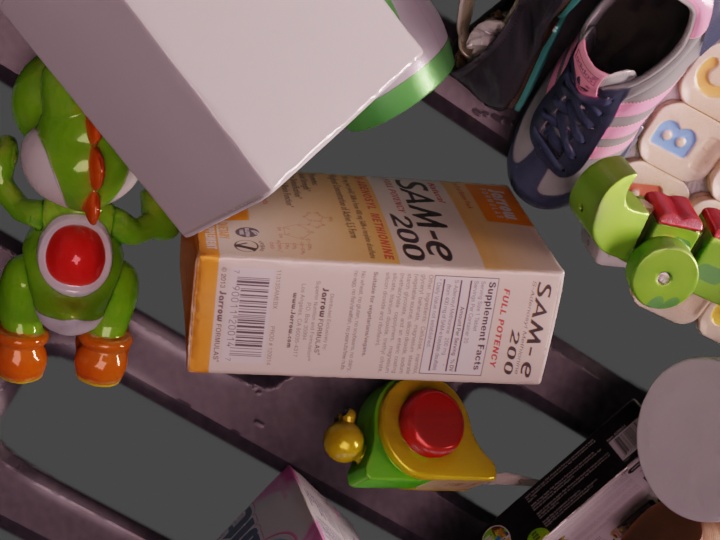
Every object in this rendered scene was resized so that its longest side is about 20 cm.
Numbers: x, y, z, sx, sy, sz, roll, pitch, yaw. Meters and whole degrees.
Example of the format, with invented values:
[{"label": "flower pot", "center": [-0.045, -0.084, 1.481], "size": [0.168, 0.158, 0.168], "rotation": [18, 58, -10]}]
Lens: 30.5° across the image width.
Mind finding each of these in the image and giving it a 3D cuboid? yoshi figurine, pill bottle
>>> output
[{"label": "yoshi figurine", "center": [-0.165, -0.040, 0.754], "size": [0.111, 0.112, 0.202], "rotation": [25, 121, 22]}, {"label": "pill bottle", "center": [0.263, 0.102, 0.792], "size": [0.199, 0.109, 0.110], "rotation": [6, 109, -39]}]

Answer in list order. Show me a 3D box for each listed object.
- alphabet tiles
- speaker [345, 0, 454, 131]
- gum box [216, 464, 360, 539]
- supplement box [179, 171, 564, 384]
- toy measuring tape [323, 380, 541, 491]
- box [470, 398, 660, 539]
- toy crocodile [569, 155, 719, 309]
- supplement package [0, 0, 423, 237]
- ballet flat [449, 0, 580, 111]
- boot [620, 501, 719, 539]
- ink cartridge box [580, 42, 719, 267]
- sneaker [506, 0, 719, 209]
[{"label": "alphabet tiles", "center": [0.248, -0.044, 0.770], "size": [0.194, 0.015, 0.201], "rotation": [25, 115, -16]}, {"label": "speaker", "center": [-0.029, -0.178, 0.717], "size": [0.088, 0.089, 0.201], "rotation": [-32, 109, 4]}, {"label": "gum box", "center": [-0.047, 0.205, 0.782], "size": [0.113, 0.200, 0.066], "rotation": [-44, 107, 0]}, {"label": "supplement box", "center": [0.000, 0.000, 0.747], "size": [0.198, 0.126, 0.074], "rotation": [3, 116, -12]}, {"label": "toy measuring tape", "center": [0.066, 0.103, 0.839], "size": [0.198, 0.074, 0.074], "rotation": [6, 108, -26]}, {"label": "box", "center": [0.130, 0.179, 0.852], "size": [0.200, 0.035, 0.110], "rotation": [-42, 138, 6]}, {"label": "toy crocodile", "center": [0.203, -0.005, 0.741], "size": [0.199, 0.068, 0.062], "rotation": [22, 115, -14]}, {"label": "supplement package", "center": [-0.089, -0.136, 0.641], "size": [0.117, 0.117, 0.201], "rotation": [-44, 102, -29]}, {"label": "ballet flat", "center": [0.093, -0.157, 0.704], "size": [0.072, 0.200, 0.074], "rotation": [7, 62, -14]}, {"label": "boot", "center": [0.169, 0.236, 0.861], "size": [0.200, 0.077, 0.155], "rotation": [-47, 142, 1]}, {"label": "ink cartridge box", "center": [0.246, -0.074, 0.789], "size": [0.198, 0.050, 0.163], "rotation": [5, 119, -10]}, {"label": "sneaker", "center": [0.127, -0.103, 0.711], "size": [0.070, 0.082, 0.200], "rotation": [50, 132, 18]}]
